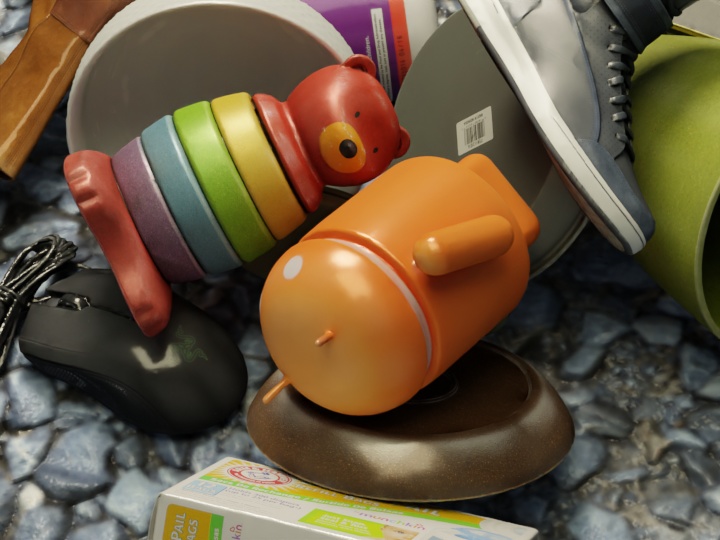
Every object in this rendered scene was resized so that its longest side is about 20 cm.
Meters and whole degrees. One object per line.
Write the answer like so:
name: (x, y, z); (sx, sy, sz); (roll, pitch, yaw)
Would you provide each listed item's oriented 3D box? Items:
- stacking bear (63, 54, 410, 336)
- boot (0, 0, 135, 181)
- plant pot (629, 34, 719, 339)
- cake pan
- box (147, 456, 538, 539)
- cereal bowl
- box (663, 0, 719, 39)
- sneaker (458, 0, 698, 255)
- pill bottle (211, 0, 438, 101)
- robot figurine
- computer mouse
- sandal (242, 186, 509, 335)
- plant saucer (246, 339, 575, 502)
stacking bear: (-0.069, -0.062, 1.582); (0.200, 0.122, 0.114); (-25, 16, 2)
boot: (-0.233, -0.149, 1.787); (0.188, 0.068, 0.200); (16, 72, 54)
plant pot: (0.215, -0.074, 1.616); (0.187, 0.187, 0.200); (-35, 43, -20)
cake pan: (0.086, -0.088, 1.631); (0.037, 0.200, 0.200); (14, 38, -38)
box: (-0.013, 0.184, 1.438); (0.200, 0.102, 0.112); (12, 10, 16)
cereal bowl: (-0.091, -0.107, 1.664); (0.200, 0.200, 0.083); (-5, 32, 3)
box: (0.263, -0.206, 1.692); (0.200, 0.049, 0.160); (23, 66, 22)
sneaker: (0.163, -0.122, 1.514); (0.146, 0.077, 0.203); (-28, 71, 2)
pill bottle: (-0.047, -0.163, 1.748); (0.200, 0.113, 0.113); (-8, 50, 0)
robot figurine: (0.021, 0.008, 1.490); (0.144, 0.117, 0.200); (14, 40, 38)
computer mouse: (-0.166, 0.042, 1.633); (0.200, 0.053, 0.139); (20, 55, 22)
sandal: (0.001, -0.001, 1.616); (0.201, 0.080, 0.057); (15, 43, 29)
plant saucer: (0.031, 0.080, 1.534); (0.200, 0.032, 0.200); (1, 22, -1)
